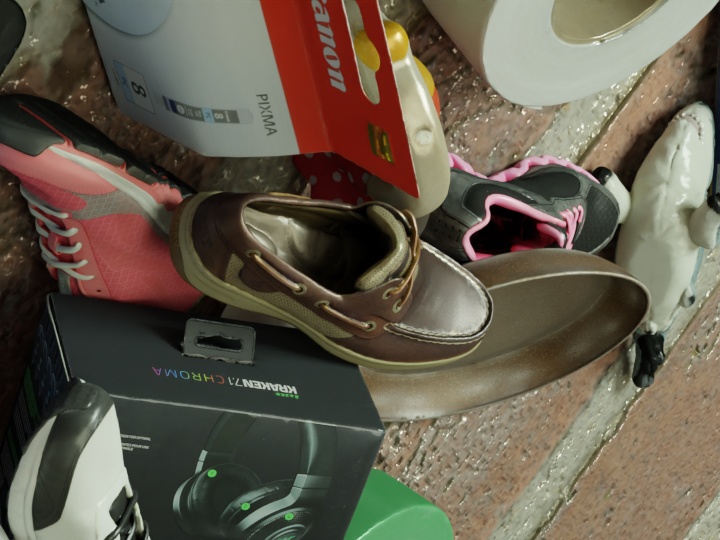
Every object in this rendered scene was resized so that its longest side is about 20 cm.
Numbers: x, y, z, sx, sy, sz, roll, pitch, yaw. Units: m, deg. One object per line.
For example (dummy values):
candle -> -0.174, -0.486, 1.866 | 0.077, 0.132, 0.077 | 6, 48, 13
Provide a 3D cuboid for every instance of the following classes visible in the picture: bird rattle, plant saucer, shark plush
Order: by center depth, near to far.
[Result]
bird rattle -> -0.004, -0.086, 1.274 | 0.112, 0.163, 0.201 | -17, 115, -15
plant saucer -> 0.074, 0.036, 1.430 | 0.200, 0.032, 0.200 | -16, 157, -7
shark plush -> 0.211, -0.008, 1.585 | 0.083, 0.091, 0.201 | -56, 143, -54

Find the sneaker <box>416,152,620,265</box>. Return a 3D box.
sneaker -> 0.100, -0.025, 1.444 | 0.200, 0.095, 0.079 | 1, 109, -45

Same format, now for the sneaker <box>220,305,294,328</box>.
sneaker -> -0.094, 0.097, 1.348 | 0.088, 0.075, 0.201 | 8, 108, -34

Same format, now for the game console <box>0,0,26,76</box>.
game console -> -0.233, -0.059, 1.088 | 0.176, 0.116, 0.200 | 34, 87, -48

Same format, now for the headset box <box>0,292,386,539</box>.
headset box -> -0.101, 0.117, 1.263 | 0.174, 0.093, 0.200 | 8, 120, -22

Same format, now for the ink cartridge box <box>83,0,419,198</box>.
ink cartridge box -> -0.064, -0.120, 1.154 | 0.047, 0.200, 0.160 | -35, 132, -25

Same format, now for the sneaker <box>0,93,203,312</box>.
sneaker -> -0.135, -0.021, 1.233 | 0.087, 0.074, 0.200 | -56, 142, 2

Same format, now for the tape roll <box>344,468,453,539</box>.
tape roll -> -0.022, 0.219, 1.460 | 0.200, 0.048, 0.201 | -39, 147, -32

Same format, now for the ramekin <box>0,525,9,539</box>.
ramekin -> -0.244, 0.157, 1.146 | 0.094, 0.202, 0.203 | -37, 134, -39

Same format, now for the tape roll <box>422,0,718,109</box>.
tape roll -> 0.132, -0.187, 1.347 | 0.202, 0.071, 0.203 | -28, 152, -17

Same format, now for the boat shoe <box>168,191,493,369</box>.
boat shoe -> 0.000, 0.000, 1.236 | 0.200, 0.072, 0.072 | 22, 64, -33

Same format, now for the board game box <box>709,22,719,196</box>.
board game box -> 0.323, -0.132, 1.608 | 0.200, 0.062, 0.201 | -14, 111, -41

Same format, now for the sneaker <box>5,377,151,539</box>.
sneaker -> -0.122, 0.136, 1.155 | 0.074, 0.080, 0.200 | -55, 156, -46
